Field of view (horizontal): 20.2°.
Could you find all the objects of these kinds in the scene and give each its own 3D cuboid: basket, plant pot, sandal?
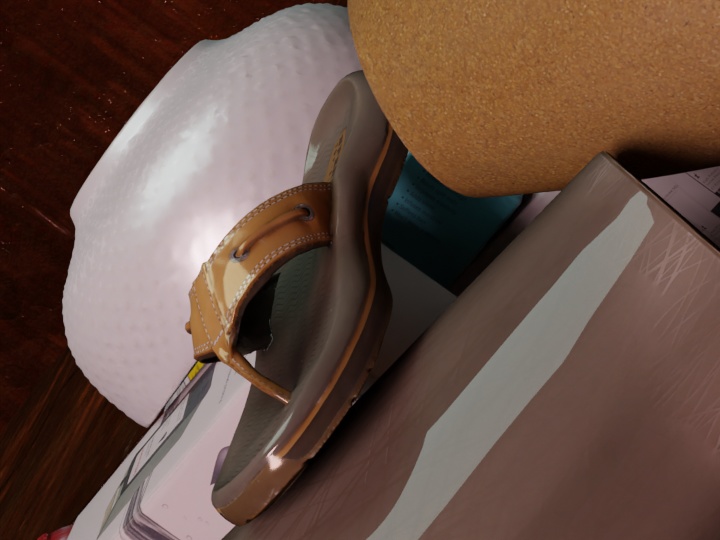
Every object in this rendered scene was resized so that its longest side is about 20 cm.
[{"bbox_3d":[0.052,0.075,0.625,0.200,0.136,0.180,-50,19,7],"label":"basket"},{"bbox_3d":[0.101,-0.106,0.658,0.199,0.187,0.187,-28,23,29],"label":"plant pot"},{"bbox_3d":[-0.025,-0.001,0.653,0.082,0.054,0.201,-50,20,44],"label":"sandal"}]

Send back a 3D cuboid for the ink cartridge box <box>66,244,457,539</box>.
[{"bbox_3d":[-0.015,0.102,0.791,0.200,0.145,0.084,-49,13,31],"label":"ink cartridge box"}]

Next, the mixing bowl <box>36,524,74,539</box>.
[{"bbox_3d":[-0.174,0.230,1.230,0.201,0.108,0.200,-53,9,12],"label":"mixing bowl"}]

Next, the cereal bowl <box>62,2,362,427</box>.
[{"bbox_3d":[-0.062,-0.036,0.854,0.201,0.083,0.200,-51,2,3],"label":"cereal bowl"}]

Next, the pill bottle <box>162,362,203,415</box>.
[{"bbox_3d":[-0.041,0.068,1.041,0.113,0.112,0.201,-74,4,-62],"label":"pill bottle"}]

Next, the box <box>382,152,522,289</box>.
[{"bbox_3d":[0.000,0.000,0.861,0.200,0.049,0.083,-51,13,36],"label":"box"}]

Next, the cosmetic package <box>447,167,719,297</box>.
[{"bbox_3d":[0.106,-0.022,0.809,0.200,0.082,0.051,-49,11,36],"label":"cosmetic package"}]
